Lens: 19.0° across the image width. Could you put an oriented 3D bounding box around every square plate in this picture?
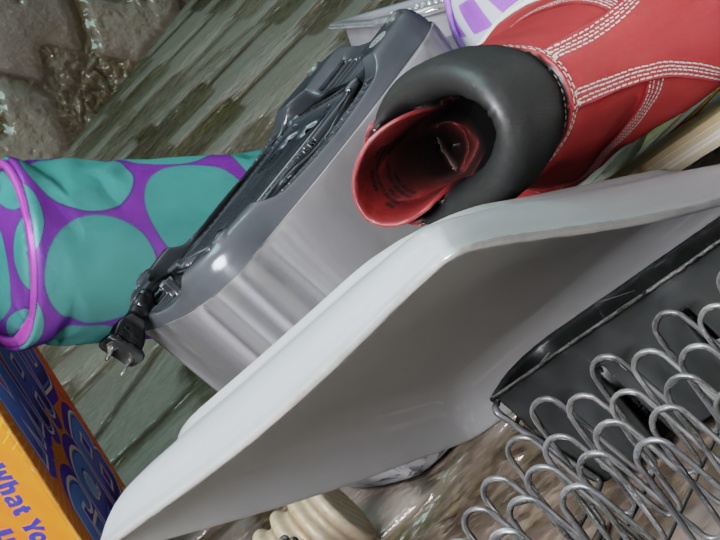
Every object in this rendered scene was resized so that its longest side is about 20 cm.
[{"bbox_3d":[0.030,0.022,0.711,0.198,0.028,0.200,-12,-23,-46],"label":"square plate"}]

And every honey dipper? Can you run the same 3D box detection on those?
[{"bbox_3d":[-0.072,0.165,0.850,0.200,0.038,0.038,-48,12,6],"label":"honey dipper"}]

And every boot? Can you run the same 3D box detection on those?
[{"bbox_3d":[0.039,-0.047,0.733,0.144,0.073,0.200,-30,-1,-24],"label":"boot"}]

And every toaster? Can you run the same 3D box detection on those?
[{"bbox_3d":[0.000,0.000,0.891,0.200,0.129,0.114,-53,13,-26],"label":"toaster"}]

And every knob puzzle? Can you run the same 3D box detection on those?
[{"bbox_3d":[0.162,-0.075,0.802,0.220,0.030,0.220,-41,1,1],"label":"knob puzzle"}]

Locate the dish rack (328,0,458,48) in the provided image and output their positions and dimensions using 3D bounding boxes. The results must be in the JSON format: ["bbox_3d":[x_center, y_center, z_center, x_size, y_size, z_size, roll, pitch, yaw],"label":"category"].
[{"bbox_3d":[0.081,-0.132,1.098,0.171,0.044,0.200,-18,9,-9],"label":"dish rack"}]

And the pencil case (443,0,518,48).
[{"bbox_3d":[0.127,-0.144,0.922,0.200,0.085,0.084,-32,-39,-29],"label":"pencil case"}]

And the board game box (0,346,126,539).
[{"bbox_3d":[-0.224,0.126,0.983,0.200,0.200,0.200,-30,13,0],"label":"board game box"}]

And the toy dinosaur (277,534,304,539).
[{"bbox_3d":[-0.030,0.156,0.737,0.101,0.058,0.200,-61,10,8],"label":"toy dinosaur"}]

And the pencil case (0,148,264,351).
[{"bbox_3d":[-0.075,-0.019,0.972,0.200,0.093,0.085,-8,-20,-29],"label":"pencil case"}]

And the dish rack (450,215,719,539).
[{"bbox_3d":[0.082,0.055,0.598,0.153,0.055,0.200,-39,8,35],"label":"dish rack"}]
